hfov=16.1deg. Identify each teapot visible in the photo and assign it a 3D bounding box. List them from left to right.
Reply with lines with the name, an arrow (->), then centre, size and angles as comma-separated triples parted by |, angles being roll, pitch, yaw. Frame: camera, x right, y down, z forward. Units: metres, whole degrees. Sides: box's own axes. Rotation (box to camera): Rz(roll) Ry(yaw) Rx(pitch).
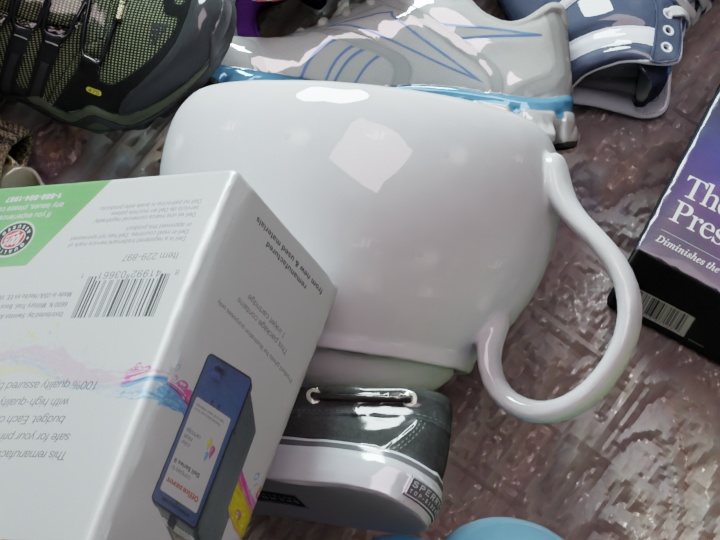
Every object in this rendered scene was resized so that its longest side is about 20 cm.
teapot -> 0.000, 0.000, 1.157 | 0.196, 0.200, 0.147 | 8, 83, -21

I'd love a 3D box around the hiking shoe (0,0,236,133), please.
hiking shoe -> -0.156, -0.116, 1.185 | 0.199, 0.101, 0.076 | -1, 66, 28

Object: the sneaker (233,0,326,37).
sneaker -> -0.039, -0.183, 1.288 | 0.087, 0.074, 0.201 | 36, 75, -12

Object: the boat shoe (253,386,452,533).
boat shoe -> -0.050, 0.071, 1.116 | 0.199, 0.069, 0.057 | 8, 66, 26

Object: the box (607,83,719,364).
box -> 0.242, -0.006, 1.236 | 0.199, 0.079, 0.142 | 28, 66, 5

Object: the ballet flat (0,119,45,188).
ballet flat -> -0.166, 0.006, 1.173 | 0.075, 0.068, 0.201 | -4, 53, -6

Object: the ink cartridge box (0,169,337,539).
ink cartridge box -> -0.115, 0.067, 1.038 | 0.145, 0.088, 0.201 | -3, 53, 36

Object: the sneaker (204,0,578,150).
sneaker -> 0.009, -0.108, 1.230 | 0.199, 0.075, 0.087 | 6, 87, -9

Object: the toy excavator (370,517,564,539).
toy excavator -> 0.090, 0.160, 1.130 | 0.194, 0.100, 0.200 | 34, 48, 4

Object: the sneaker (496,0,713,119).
sneaker -> 0.169, -0.148, 1.283 | 0.199, 0.070, 0.109 | -21, 68, -6
